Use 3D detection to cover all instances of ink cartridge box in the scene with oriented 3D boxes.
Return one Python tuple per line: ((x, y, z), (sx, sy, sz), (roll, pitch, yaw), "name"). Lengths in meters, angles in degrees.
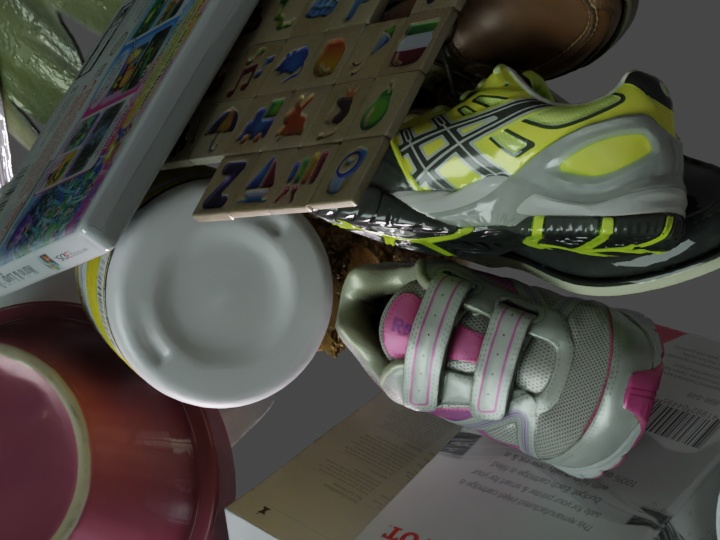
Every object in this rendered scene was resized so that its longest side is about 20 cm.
((0.107, 0.121, 1.289), (0.145, 0.200, 0.085), (16, 139, 46), "ink cartridge box")

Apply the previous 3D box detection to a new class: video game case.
((-0.119, -0.079, 1.367), (0.024, 0.201, 0.182), (37, 156, -18), "video game case")

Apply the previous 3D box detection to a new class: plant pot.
((-0.179, 0.110, 1.447), (0.200, 0.200, 0.179), (42, -179, 13), "plant pot")

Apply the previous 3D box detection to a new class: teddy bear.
((0.000, 0.000, 1.451), (0.145, 0.067, 0.200), (62, 157, 0), "teddy bear")

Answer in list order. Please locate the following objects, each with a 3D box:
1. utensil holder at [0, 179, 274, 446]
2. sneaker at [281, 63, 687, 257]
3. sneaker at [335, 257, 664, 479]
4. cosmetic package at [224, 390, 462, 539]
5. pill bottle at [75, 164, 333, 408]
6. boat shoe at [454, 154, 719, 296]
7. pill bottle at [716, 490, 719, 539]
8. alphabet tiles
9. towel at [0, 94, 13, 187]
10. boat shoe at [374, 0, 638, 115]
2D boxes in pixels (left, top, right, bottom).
((-0.177, 0.046, 1.637), (0.200, 0.170, 0.170), (53, 152, -6), "utensil holder")
((0.054, -0.048, 1.204), (0.199, 0.077, 0.075), (2, 171, 28), "sneaker")
((0.056, 0.041, 1.252), (0.088, 0.082, 0.200), (18, 175, -36), "sneaker")
((0.051, 0.143, 1.444), (0.200, 0.151, 0.052), (26, 135, 37), "cosmetic package")
((-0.086, 0.002, 1.390), (0.112, 0.111, 0.200), (55, 173, -13), "pill bottle")
((0.096, -0.036, 1.243), (0.201, 0.074, 0.063), (11, 135, 49), "boat shoe")
((0.255, 0.123, 1.175), (0.200, 0.112, 0.113), (19, 140, 44), "pill bottle")
((-0.021, -0.094, 1.248), (0.008, 0.168, 0.200), (37, 159, -26), "alphabet tiles")
((-0.297, -0.131, 1.740), (0.200, 0.024, 0.147), (35, 149, 24), "towel")
((0.049, -0.101, 1.235), (0.072, 0.068, 0.200), (55, 151, -9), "boat shoe")
